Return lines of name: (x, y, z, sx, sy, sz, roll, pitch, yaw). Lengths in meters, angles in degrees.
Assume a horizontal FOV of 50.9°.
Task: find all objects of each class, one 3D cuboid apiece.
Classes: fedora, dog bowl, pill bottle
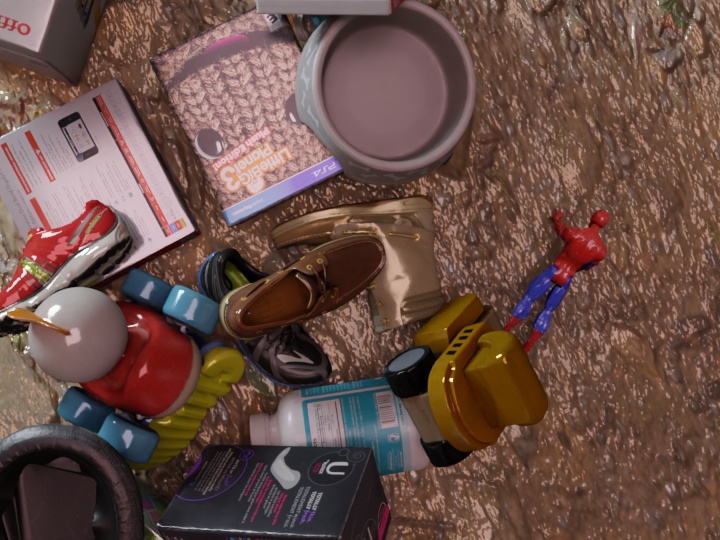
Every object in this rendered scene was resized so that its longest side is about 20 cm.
fedora: (-0.298, 0.248, 0.755, 0.198, 0.092, 0.203, 0, 89, -3)
dog bowl: (0.032, -0.191, 0.800, 0.198, 0.059, 0.202, -1, 94, -11)
pill bottle: (-0.025, 0.187, 0.873, 0.198, 0.111, 0.112, -7, 90, -4)

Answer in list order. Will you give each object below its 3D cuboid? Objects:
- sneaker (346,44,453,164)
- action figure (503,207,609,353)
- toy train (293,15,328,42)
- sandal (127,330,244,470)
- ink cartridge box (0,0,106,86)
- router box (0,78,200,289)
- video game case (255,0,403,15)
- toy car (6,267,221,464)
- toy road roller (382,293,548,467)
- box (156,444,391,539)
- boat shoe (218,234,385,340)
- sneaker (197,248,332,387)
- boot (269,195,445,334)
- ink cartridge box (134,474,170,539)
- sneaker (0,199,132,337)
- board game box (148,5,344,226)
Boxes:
sneaker: (0.038, -0.188, 0.880, 0.199, 0.089, 0.079, 37, 85, -26)
action figure: (0.234, 0.004, 0.927, 0.065, 0.099, 0.201, 32, 109, -5)
toy train: (-0.084, -0.352, 0.876, 0.055, 0.150, 0.202, -12, 95, 31)
sandal: (-0.221, 0.148, 0.885, 0.200, 0.079, 0.087, -47, 55, 3)
ink cartridge box: (-0.370, -0.334, 0.837, 0.144, 0.145, 0.202, 19, 87, -4)
router box: (-0.313, -0.091, 0.886, 0.178, 0.049, 0.201, -27, 91, -4)
video game case: (-0.005, -0.308, 0.801, 0.142, 0.200, 0.018, 7, 127, 19)
toy car: (-0.282, 0.071, 0.788, 0.200, 0.176, 0.186, 38, 74, -47)
toy road roller: (0.134, 0.109, 0.809, 0.200, 0.145, 0.124, -41, 106, -48)
box: (-0.083, 0.258, 0.775, 0.198, 0.123, 0.107, -4, 119, 21)
boat shoe: (-0.054, 0.020, 0.815, 0.199, 0.067, 0.073, -26, 98, -17)
sneaker: (-0.109, 0.057, 0.877, 0.200, 0.083, 0.071, 49, 53, -2)
boot: (0.000, 0.000, 0.900, 0.198, 0.073, 0.157, -9, 91, -9)
ink cartridge box: (-0.238, 0.303, 0.857, 0.200, 0.104, 0.059, 40, 87, -3)
sneaker: (-0.346, -0.002, 0.829, 0.199, 0.077, 0.085, -38, 82, -10)
board game box: (-0.118, -0.175, 0.865, 0.158, 0.097, 0.201, -26, 95, 1)
